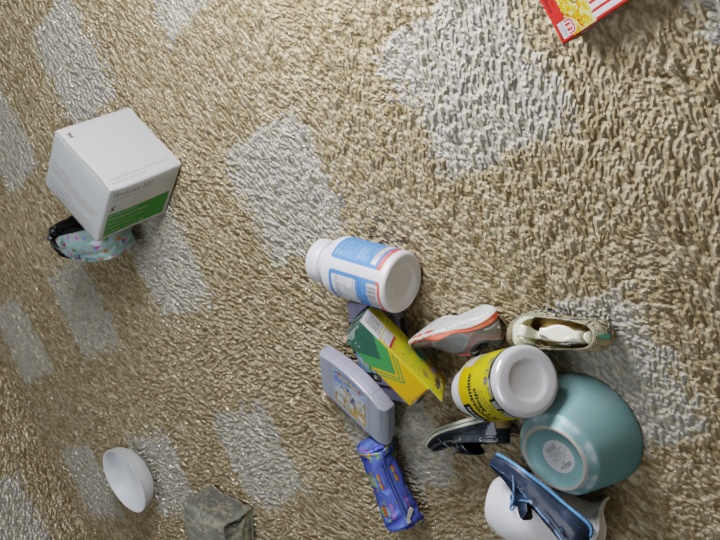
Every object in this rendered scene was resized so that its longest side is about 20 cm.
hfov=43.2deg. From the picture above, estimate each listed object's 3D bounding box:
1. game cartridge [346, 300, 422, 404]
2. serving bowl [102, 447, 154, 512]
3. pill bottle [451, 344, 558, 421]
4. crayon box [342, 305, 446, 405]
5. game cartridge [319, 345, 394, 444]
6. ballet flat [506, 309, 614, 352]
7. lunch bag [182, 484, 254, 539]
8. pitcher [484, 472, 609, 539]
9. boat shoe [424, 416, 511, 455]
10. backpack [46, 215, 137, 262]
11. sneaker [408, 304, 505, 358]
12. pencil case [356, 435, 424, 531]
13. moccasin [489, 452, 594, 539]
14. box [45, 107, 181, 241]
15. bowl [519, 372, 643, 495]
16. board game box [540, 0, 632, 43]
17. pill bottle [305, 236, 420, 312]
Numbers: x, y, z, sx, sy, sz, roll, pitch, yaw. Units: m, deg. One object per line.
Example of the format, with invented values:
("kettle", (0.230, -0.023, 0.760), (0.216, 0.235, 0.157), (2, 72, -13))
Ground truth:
("game cartridge", (0.043, 0.153, 1.725), (0.129, 0.038, 0.201), (1, 111, 40))
("serving bowl", (-0.658, 0.593, 2.622), (0.200, 0.066, 0.201), (22, 124, 36))
("pill bottle", (0.225, 0.188, 1.476), (0.113, 0.112, 0.200), (60, 159, 2))
("crayon box", (0.064, 0.155, 1.601), (0.200, 0.127, 0.051), (45, 106, -2))
("game cartridge", (-0.010, 0.240, 1.785), (0.200, 0.041, 0.134), (38, 152, 33))
("ballet flat", (0.293, 0.096, 1.413), (0.199, 0.075, 0.068), (-1, 87, 45))
("lunch bag", (-0.360, 0.684, 2.339), (0.164, 0.117, 0.201), (17, 117, 37))
("pitcher", (0.322, 0.432, 1.545), (0.199, 0.121, 0.172), (7, 129, 30))
("boat shoe", (0.190, 0.301, 1.622), (0.200, 0.074, 0.063), (-27, 66, 44))
("backpack", (-0.633, -0.093, 2.186), (0.199, 0.167, 0.127), (-3, 128, 42))
("sneaker", (0.164, 0.122, 1.560), (0.200, 0.077, 0.082), (-20, 103, 49))
("pencil case", (0.060, 0.427, 1.816), (0.201, 0.078, 0.087), (69, 162, -8))
("moccasin", (0.276, 0.371, 1.450), (0.200, 0.068, 0.080), (37, 176, 37))
("box", (-0.539, -0.212, 1.980), (0.200, 0.199, 0.172), (45, 135, 15))
("bowl", (0.333, 0.275, 1.449), (0.200, 0.105, 0.202), (23, 126, 36))
("board game box", (0.308, -0.408, 1.156), (0.200, 0.046, 0.152), (-29, 90, 48))
("pill bottle", (0.000, 0.000, 1.627), (0.199, 0.112, 0.113), (17, 122, 39))
